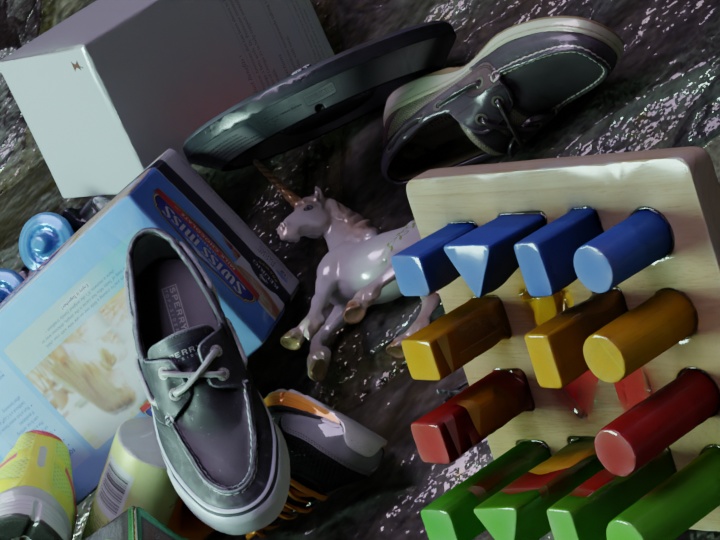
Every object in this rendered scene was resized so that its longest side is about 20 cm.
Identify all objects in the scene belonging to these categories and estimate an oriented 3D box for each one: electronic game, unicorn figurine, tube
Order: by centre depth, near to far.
[{"bbox_3d":[-0.157,0.184,1.431,0.058,0.052,0.200,-32,-31,-58],"label":"tube"},{"bbox_3d":[0.000,0.000,1.460,0.200,0.074,0.138,0,46,33],"label":"unicorn figurine"},{"bbox_3d":[-0.027,-0.119,1.533,0.200,0.042,0.200,-25,-1,-1],"label":"electronic game"}]

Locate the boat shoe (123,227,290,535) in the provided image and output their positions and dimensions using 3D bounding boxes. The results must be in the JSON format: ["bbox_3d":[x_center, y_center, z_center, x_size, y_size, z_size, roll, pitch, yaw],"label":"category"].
[{"bbox_3d":[-0.096,0.060,1.333,0.072,0.068,0.200,-19,55,1],"label":"boat shoe"}]

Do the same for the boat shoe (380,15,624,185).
[{"bbox_3d":[0.086,-0.102,1.451,0.200,0.072,0.065,-19,49,44],"label":"boat shoe"}]

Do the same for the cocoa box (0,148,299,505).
[{"bbox_3d":[-0.162,0.042,1.503,0.200,0.133,0.131,-41,6,17],"label":"cocoa box"}]

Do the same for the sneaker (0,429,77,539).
[{"bbox_3d":[-0.215,0.170,1.448,0.200,0.078,0.091,124,157,-52],"label":"sneaker"}]

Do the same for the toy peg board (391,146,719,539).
[{"bbox_3d":[0.097,0.053,1.142,0.098,0.200,0.200,-30,18,-38],"label":"toy peg board"}]

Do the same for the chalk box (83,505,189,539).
[{"bbox_3d":[-0.127,0.233,1.323,0.200,0.124,0.125,-34,35,22],"label":"chalk box"}]

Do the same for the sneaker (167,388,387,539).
[{"bbox_3d":[-0.055,0.126,1.391,0.200,0.078,0.077,-19,43,54],"label":"sneaker"}]

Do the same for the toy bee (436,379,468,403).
[{"bbox_3d":[0.113,0.002,1.256,0.200,0.109,0.131,-23,11,11],"label":"toy bee"}]

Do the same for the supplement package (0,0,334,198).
[{"bbox_3d":[-0.138,-0.151,1.653,0.117,0.117,0.200,-1,29,49],"label":"supplement package"}]

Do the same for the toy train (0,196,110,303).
[{"bbox_3d":[-0.218,0.044,1.631,0.114,0.087,0.200,44,106,19],"label":"toy train"}]
